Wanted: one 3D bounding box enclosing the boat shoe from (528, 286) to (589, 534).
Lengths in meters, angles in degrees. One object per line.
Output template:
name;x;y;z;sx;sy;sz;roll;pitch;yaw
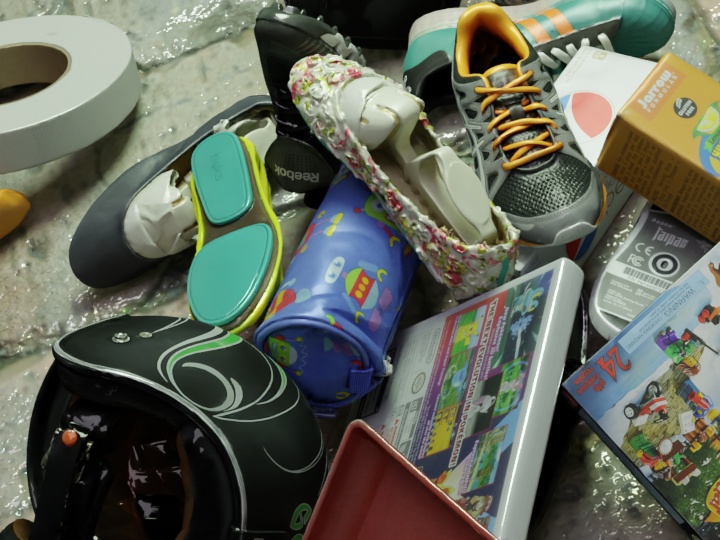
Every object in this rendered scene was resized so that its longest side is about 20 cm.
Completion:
boat shoe;0.107;0.080;1.214;0.066;0.070;0.200;-23;34;52

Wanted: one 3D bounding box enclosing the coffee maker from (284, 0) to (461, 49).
coffee maker;0.024;-0.278;1.532;0.192;0.135;0.200;-16;47;3

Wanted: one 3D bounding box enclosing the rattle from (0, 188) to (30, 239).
rattle;-0.371;-0.063;1.485;0.200;0.130;0.143;25;64;39

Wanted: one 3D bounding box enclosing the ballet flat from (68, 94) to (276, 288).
ballet flat;-0.121;-0.059;1.424;0.200;0.073;0.073;-40;49;-20

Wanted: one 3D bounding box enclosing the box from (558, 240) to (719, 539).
box;0.234;0.053;1.167;0.200;0.038;0.137;-42;81;-6

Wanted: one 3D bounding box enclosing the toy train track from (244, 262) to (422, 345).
toy train track;-0.003;0.020;1.349;0.200;0.033;0.115;-33;44;-21

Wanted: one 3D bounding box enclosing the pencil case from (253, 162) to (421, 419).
pencil case;0.000;0.000;1.285;0.087;0.078;0.200;23;46;1

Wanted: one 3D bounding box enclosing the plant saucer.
plant saucer;0.033;0.214;1.088;0.037;0.200;0.200;2;28;-44

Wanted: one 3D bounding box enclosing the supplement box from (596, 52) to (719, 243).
supplement box;0.250;-0.049;1.251;0.200;0.069;0.067;33;64;13

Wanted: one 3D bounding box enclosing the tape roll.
tape roll;-0.268;-0.136;1.534;0.202;0.037;0.203;-8;31;5

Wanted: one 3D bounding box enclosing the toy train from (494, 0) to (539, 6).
toy train;0.153;-0.271;1.524;0.114;0.085;0.200;3;48;6

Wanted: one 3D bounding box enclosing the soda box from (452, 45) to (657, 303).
soda box;0.135;-0.059;1.348;0.068;0.064;0.200;19;57;31

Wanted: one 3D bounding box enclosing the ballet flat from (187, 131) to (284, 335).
ballet flat;-0.076;-0.012;1.323;0.067;0.067;0.200;-22;40;11

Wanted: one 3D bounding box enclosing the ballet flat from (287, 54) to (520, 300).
ballet flat;0.034;-0.071;1.257;0.076;0.064;0.200;-35;80;-32

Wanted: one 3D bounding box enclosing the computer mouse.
computer mouse;0.206;-0.016;1.299;0.110;0.044;0.200;24;57;19

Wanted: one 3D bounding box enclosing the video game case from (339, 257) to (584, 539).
video game case;0.047;0.102;1.196;0.182;0.023;0.200;-26;36;44

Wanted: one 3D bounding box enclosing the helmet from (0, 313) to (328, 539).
helmet;-0.117;0.118;1.190;0.200;0.200;0.191;1;5;12

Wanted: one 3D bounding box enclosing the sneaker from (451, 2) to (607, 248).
sneaker;0.099;-0.093;1.295;0.078;0.077;0.200;-21;47;-2

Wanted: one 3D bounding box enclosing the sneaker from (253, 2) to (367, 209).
sneaker;-0.032;-0.101;1.361;0.066;0.200;0.091;17;70;23

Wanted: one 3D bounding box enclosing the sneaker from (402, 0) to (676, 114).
sneaker;0.127;-0.149;1.431;0.200;0.071;0.080;-8;50;20
